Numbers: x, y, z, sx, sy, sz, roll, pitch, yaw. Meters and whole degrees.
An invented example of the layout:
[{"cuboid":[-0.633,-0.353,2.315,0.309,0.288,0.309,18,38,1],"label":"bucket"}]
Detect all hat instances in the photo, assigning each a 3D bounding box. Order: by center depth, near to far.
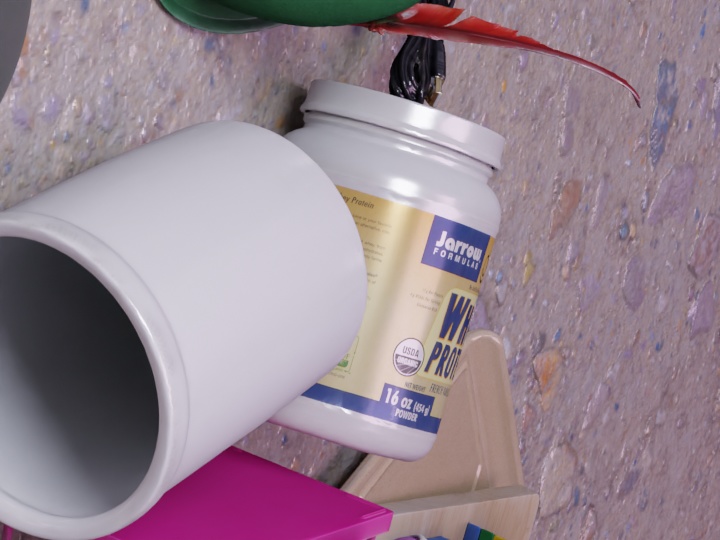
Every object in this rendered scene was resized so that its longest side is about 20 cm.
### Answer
[{"cuboid":[0.013,-0.144,1.476,0.200,0.176,0.166,-30,148,-7],"label":"hat"}]

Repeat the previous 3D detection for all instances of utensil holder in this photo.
[{"cuboid":[-0.111,0.025,1.435,0.200,0.169,0.171,-31,129,-53],"label":"utensil holder"}]

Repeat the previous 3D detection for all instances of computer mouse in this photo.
[{"cuboid":[0.005,-0.186,1.651,0.200,0.044,0.110,59,31,-48],"label":"computer mouse"}]

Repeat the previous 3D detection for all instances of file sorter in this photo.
[{"cuboid":[-0.101,0.185,1.563,0.200,0.139,0.126,-10,115,-58],"label":"file sorter"}]

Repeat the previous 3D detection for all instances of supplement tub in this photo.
[{"cuboid":[0.000,0.000,1.638,0.144,0.144,0.201,19,87,-61],"label":"supplement tub"}]

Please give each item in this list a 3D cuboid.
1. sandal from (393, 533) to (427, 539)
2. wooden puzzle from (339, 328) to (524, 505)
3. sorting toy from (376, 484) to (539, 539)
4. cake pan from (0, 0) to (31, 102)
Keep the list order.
[{"cuboid":[-0.033,0.192,1.483,0.050,0.082,0.203,54,51,-7],"label":"sandal"},{"cuboid":[0.038,0.161,1.900,0.200,0.037,0.185,-45,141,-34],"label":"wooden puzzle"},{"cuboid":[0.057,0.257,1.881,0.198,0.069,0.201,-2,110,-54],"label":"sorting toy"},{"cuboid":[-0.221,-0.126,1.302,0.200,0.037,0.201,-34,131,-49],"label":"cake pan"}]
